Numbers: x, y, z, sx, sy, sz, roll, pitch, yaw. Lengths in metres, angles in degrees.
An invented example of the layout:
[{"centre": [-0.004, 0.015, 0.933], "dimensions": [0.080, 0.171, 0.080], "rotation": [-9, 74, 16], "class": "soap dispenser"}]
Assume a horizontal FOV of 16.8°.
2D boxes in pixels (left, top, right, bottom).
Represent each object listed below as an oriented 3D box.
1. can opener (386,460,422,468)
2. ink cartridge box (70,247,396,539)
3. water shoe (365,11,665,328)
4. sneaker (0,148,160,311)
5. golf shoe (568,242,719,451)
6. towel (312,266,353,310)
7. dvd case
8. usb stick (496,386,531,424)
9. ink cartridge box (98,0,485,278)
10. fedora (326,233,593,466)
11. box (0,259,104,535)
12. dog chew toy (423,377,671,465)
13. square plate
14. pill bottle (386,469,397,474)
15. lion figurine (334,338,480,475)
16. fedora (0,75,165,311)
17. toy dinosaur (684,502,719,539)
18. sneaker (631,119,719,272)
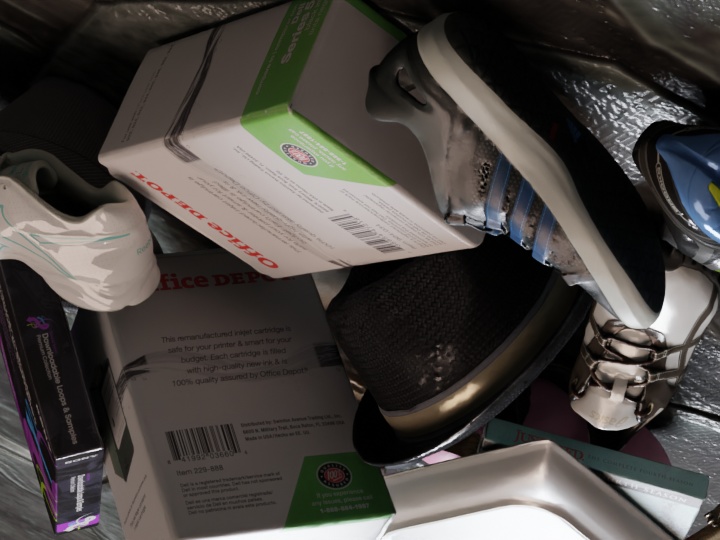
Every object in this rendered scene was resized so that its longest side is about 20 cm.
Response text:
[{"centre": [0.018, 0.088, 1.762], "dimensions": [0.064, 0.078, 0.200], "rotation": [62, -173, 31], "class": "can opener"}, {"centre": [-0.082, 0.092, 1.494], "dimensions": [0.145, 0.201, 0.084], "rotation": [-4, 146, -24], "class": "ink cartridge box"}, {"centre": [0.083, -0.045, 1.275], "dimensions": [0.079, 0.072, 0.200], "rotation": [-29, 106, 32], "class": "water shoe"}, {"centre": [-0.212, -0.041, 1.442], "dimensions": [0.199, 0.071, 0.081], "rotation": [13, 136, 13], "class": "sneaker"}, {"centre": [0.167, 0.047, 1.452], "dimensions": [0.077, 0.095, 0.200], "rotation": [18, 158, 13], "class": "golf shoe"}, {"centre": [0.000, 0.000, 1.590], "dimensions": [0.132, 0.035, 0.200], "rotation": [20, 160, 1], "class": "towel"}, {"centre": [0.134, 0.167, 1.580], "dimensions": [0.145, 0.022, 0.200], "rotation": [16, 146, 1], "class": "dvd case"}, {"centre": [0.019, 0.064, 1.632], "dimensions": [0.199, 0.033, 0.056], "rotation": [15, 149, 16], "class": "usb stick"}, {"centre": [-0.031, -0.071, 1.368], "dimensions": [0.145, 0.084, 0.199], "rotation": [34, 156, -29], "class": "ink cartridge box"}, {"centre": [0.045, 0.020, 1.412], "dimensions": [0.092, 0.201, 0.200], "rotation": [43, 154, -15], "class": "fedora"}, {"centre": [-0.199, 0.077, 1.551], "dimensions": [0.036, 0.144, 0.200], "rotation": [-14, 163, -13], "class": "box"}, {"centre": [0.117, 0.131, 1.684], "dimensions": [0.199, 0.125, 0.125], "rotation": [31, 159, -4], "class": "dog chew toy"}, {"centre": [0.105, 0.184, 1.573], "dimensions": [0.197, 0.029, 0.200], "rotation": [-17, 135, 41], "class": "square plate"}, {"centre": [-0.080, 0.149, 1.929], "dimensions": [0.199, 0.112, 0.111], "rotation": [29, 159, -18], "class": "pill bottle"}, {"centre": [0.004, 0.109, 1.596], "dimensions": [0.122, 0.073, 0.201], "rotation": [20, 128, -8], "class": "lion figurine"}, {"centre": [-0.192, -0.058, 1.555], "dimensions": [0.176, 0.091, 0.200], "rotation": [14, 151, 17], "class": "fedora"}, {"centre": [0.285, 0.168, 1.672], "dimensions": [0.199, 0.059, 0.101], "rotation": [-8, 155, -28], "class": "toy dinosaur"}, {"centre": [0.208, -0.024, 1.291], "dimensions": [0.083, 0.071, 0.199], "rotation": [35, 176, 44], "class": "sneaker"}]
